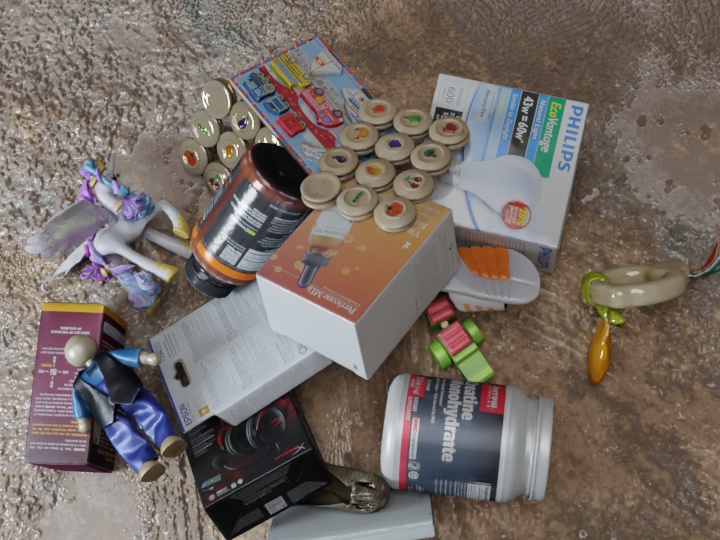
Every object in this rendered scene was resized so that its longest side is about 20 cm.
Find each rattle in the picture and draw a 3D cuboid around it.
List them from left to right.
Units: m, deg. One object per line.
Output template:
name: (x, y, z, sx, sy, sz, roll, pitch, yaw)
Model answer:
rattle: (0.381, 0.052, 1.520, 0.198, 0.130, 0.145, -10, 85, -25)

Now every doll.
doll: (-0.286, 0.151, 1.443, 0.137, 0.048, 0.200, -47, 68, 6)

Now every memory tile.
memory tile: (-0.151, -0.141, 1.581, 0.200, 0.017, 0.154, 43, 127, 14)
memory tile: (0.030, -0.133, 1.455, 0.152, 0.017, 0.201, 19, 54, 22)

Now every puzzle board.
puzzle board: (-0.049, -0.204, 1.527, 0.150, 0.017, 0.200, -32, 72, -28)

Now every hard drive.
hard drive: (-0.010, 0.304, 1.457, 0.197, 0.132, 0.027, -10, 98, 3)

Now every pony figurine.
pony figurine: (-0.325, -0.040, 1.572, 0.199, 0.167, 0.193, 39, 66, 4)

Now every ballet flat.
ballet flat: (-0.054, 0.264, 1.472, 0.198, 0.046, 0.068, 4, 92, 37)

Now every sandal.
sandal: (0.124, 0.012, 1.509, 0.204, 0.060, 0.080, 8, 54, 15)

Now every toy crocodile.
toy crocodile: (0.104, 0.060, 1.543, 0.067, 0.062, 0.201, -29, 76, -3)

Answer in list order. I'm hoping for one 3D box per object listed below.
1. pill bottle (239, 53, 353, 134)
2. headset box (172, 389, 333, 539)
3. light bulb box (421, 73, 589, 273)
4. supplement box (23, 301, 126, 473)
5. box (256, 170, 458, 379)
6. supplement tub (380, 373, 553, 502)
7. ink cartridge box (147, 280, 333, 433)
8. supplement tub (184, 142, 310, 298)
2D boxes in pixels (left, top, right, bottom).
pill bottle: (-0.055, -0.183, 1.590, 0.114, 0.114, 0.200, -45, 77, -7)
headset box: (-0.138, 0.208, 1.482, 0.147, 0.075, 0.201, -28, 40, -1)
light bulb box: (0.176, -0.123, 1.550, 0.197, 0.125, 0.201, 12, 77, 9)
supplement box: (-0.360, 0.151, 1.535, 0.084, 0.110, 0.203, 2, 76, 5)
box: (0.000, 0.000, 1.429, 0.151, 0.107, 0.200, 24, 57, 27)
supplement tub: (0.129, 0.205, 1.464, 0.197, 0.140, 0.142, 6, 76, 6)
ink cartridge box: (-0.154, 0.102, 1.514, 0.199, 0.043, 0.197, -32, 39, -1)
supplement tub: (-0.145, -0.057, 1.512, 0.107, 0.107, 0.200, 48, 121, 14)
